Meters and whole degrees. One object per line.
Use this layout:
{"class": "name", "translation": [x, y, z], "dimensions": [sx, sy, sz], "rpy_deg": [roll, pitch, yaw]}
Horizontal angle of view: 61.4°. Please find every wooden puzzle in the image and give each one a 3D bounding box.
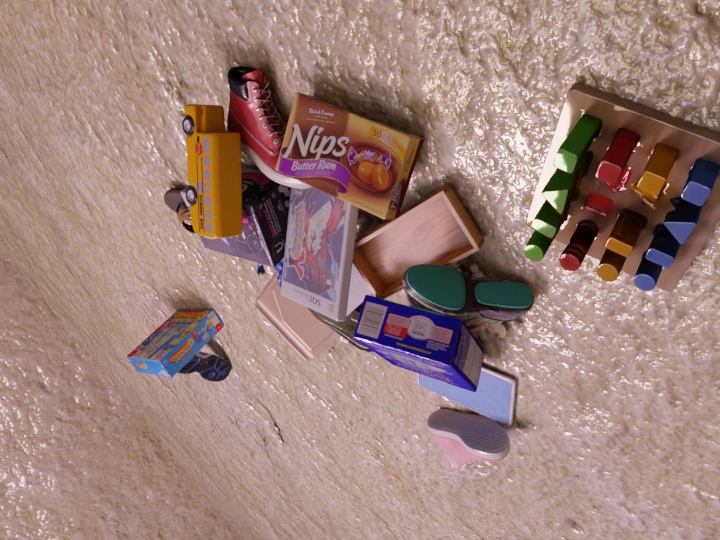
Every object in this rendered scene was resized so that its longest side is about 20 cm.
{"class": "wooden puzzle", "translation": [-0.127, 0.089, 1.292], "dimensions": [0.185, 0.037, 0.200], "rpy_deg": [45, 140, -1]}

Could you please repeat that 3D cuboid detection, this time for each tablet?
{"class": "tablet", "translation": [0.189, 0.205, 1.112], "dimensions": [0.196, 0.014, 0.132], "rpy_deg": [20, 138, 29]}

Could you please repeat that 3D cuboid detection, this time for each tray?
{"class": "tray", "translation": [0.077, -0.038, 0.912], "dimensions": [0.198, 0.037, 0.100], "rpy_deg": [-29, 101, 35]}

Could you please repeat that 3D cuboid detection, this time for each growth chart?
{"class": "growth chart", "translation": [0.154, 0.056, 0.994], "dimensions": [0.198, 0.018, 0.146], "rpy_deg": [-12, 117, 49]}

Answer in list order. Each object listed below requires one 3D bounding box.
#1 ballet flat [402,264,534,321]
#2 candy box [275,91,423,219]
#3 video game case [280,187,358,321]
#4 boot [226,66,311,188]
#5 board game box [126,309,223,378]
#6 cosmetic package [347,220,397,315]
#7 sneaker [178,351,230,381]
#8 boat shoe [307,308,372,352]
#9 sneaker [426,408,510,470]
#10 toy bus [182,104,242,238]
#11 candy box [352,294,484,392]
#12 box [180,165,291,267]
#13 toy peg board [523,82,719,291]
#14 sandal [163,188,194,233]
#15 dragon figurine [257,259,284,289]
{"class": "ballet flat", "translation": [0.151, 0.040, 0.886], "dimensions": [0.194, 0.073, 0.073], "rpy_deg": [9, 142, -6]}
{"class": "candy box", "translation": [-0.019, -0.166, 0.867], "dimensions": [0.197, 0.056, 0.119], "rpy_deg": [26, 108, 21]}
{"class": "video game case", "translation": [-0.071, -0.040, 0.989], "dimensions": [0.180, 0.023, 0.206], "rpy_deg": [17, 103, 51]}
{"class": "boot", "translation": [-0.135, -0.229, 0.950], "dimensions": [0.198, 0.072, 0.146], "rpy_deg": [36, 143, 16]}
{"class": "board game box", "translation": [-0.489, 0.187, 1.601], "dimensions": [0.197, 0.196, 0.057], "rpy_deg": [-4, 125, 45]}
{"class": "cosmetic package", "translation": [0.000, 0.000, 1.059], "dimensions": [0.082, 0.051, 0.200], "rpy_deg": [42, 144, -3]}
{"class": "sneaker", "translation": [-0.448, 0.253, 1.692], "dimensions": [0.198, 0.077, 0.076], "rpy_deg": [28, 180, -41]}
{"class": "boat shoe", "translation": [-0.042, 0.086, 1.175], "dimensions": [0.199, 0.072, 0.068], "rpy_deg": [39, 171, 17]}
{"class": "sneaker", "translation": [0.218, 0.336, 1.158], "dimensions": [0.198, 0.075, 0.106], "rpy_deg": [5, 128, 54]}
{"class": "toy bus", "translation": [-0.235, -0.160, 0.975], "dimensions": [0.077, 0.064, 0.206], "rpy_deg": [11, 106, 36]}
{"class": "candy box", "translation": [0.101, 0.120, 0.980], "dimensions": [0.165, 0.079, 0.200], "rpy_deg": [14, 164, 26]}
{"class": "box", "translation": [-0.211, -0.107, 1.104], "dimensions": [0.196, 0.115, 0.135], "rpy_deg": [13, 135, 34]}
{"class": "toy peg board", "translation": [0.284, -0.065, 0.677], "dimensions": [0.196, 0.098, 0.203], "rpy_deg": [28, 142, 21]}
{"class": "sandal", "translation": [-0.349, -0.104, 1.293], "dimensions": [0.198, 0.055, 0.082], "rpy_deg": [38, 144, 8]}
{"class": "dragon figurine", "translation": [-0.155, -0.031, 1.162], "dimensions": [0.198, 0.059, 0.101], "rpy_deg": [36, 126, 8]}
